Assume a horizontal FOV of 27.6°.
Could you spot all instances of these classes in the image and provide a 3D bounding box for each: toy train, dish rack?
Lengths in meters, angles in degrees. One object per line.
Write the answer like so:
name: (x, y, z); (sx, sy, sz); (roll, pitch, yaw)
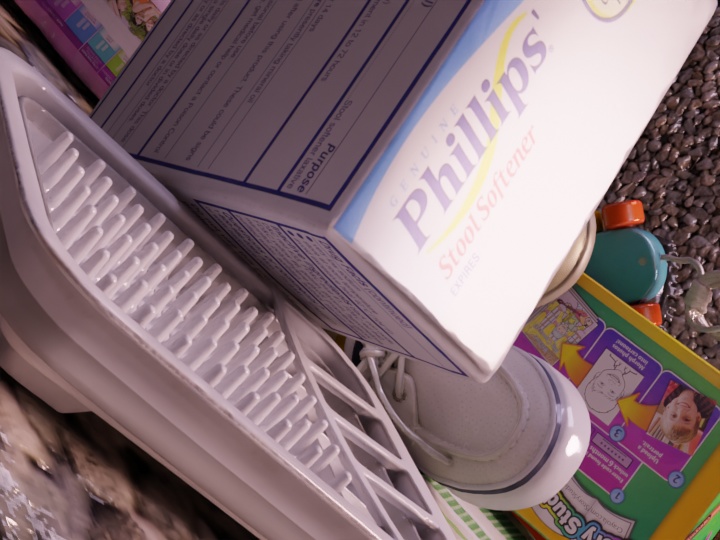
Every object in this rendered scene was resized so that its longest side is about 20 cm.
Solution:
toy train: (0.128, 0.060, 0.823); (0.150, 0.201, 0.055); (43, 19, 22)
dish rack: (-0.053, 0.028, 0.468); (0.200, 0.043, 0.172); (45, 8, -32)

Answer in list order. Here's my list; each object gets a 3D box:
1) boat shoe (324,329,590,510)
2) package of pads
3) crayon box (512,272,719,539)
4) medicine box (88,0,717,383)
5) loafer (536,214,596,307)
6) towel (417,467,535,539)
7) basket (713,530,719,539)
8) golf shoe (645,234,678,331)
boat shoe: (0.019, 0.041, 0.671); (0.086, 0.075, 0.202); (32, 0, -32)
package of pads: (-0.120, -0.128, 0.814); (0.200, 0.076, 0.121); (48, 7, 0)
crayon box: (0.104, 0.066, 0.758); (0.199, 0.119, 0.058); (38, 5, 24)
medicine box: (0.006, -0.076, 0.588); (0.199, 0.183, 0.103); (17, -21, 50)
loafer: (0.019, -0.021, 0.741); (0.198, 0.077, 0.068); (2, -14, 26)
towel: (0.071, 0.151, 0.689); (0.153, 0.023, 0.200); (48, 7, 8)
basket: (0.267, 0.211, 0.859); (0.143, 0.200, 0.149); (49, 4, -1)
golf shoe: (0.123, 0.050, 0.899); (0.094, 0.201, 0.078); (32, -16, 0)
